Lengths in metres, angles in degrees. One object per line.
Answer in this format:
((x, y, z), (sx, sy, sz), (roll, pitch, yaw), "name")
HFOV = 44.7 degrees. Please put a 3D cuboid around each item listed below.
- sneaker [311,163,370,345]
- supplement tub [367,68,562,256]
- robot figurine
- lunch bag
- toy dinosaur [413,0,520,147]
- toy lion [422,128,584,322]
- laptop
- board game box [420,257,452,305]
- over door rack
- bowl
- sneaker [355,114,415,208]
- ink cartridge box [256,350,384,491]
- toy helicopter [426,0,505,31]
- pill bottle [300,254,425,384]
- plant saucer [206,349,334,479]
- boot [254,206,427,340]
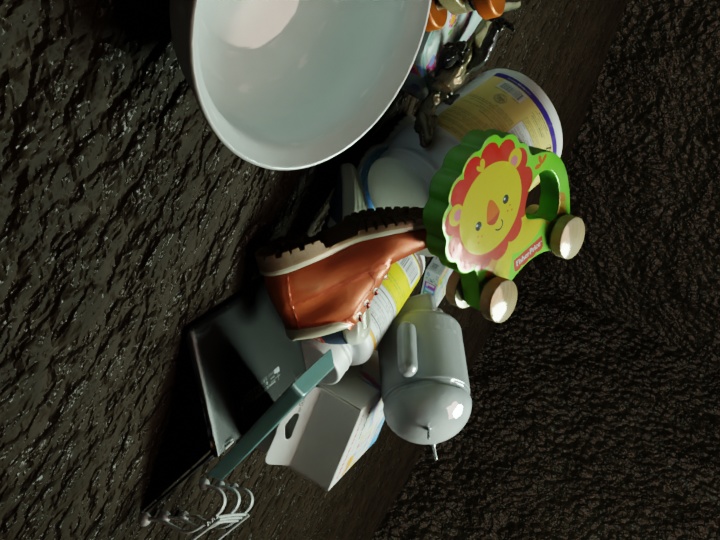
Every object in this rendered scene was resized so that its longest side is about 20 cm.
((-0.036, -0.019, 0.958), (0.075, 0.083, 0.204), (46, 43, -66), "sneaker")
((0.118, -0.122, 0.989), (0.199, 0.145, 0.147), (-38, 154, -27), "supplement tub")
((0.080, 0.131, 1.106), (0.170, 0.111, 0.203), (49, 30, -52), "robot figurine")
((0.089, -0.294, 0.928), (0.202, 0.076, 0.160), (-63, 164, -5), "lunch bag")
((0.111, -0.221, 0.889), (0.201, 0.047, 0.088), (-53, 180, -10), "toy dinosaur")
((0.144, -0.062, 0.896), (0.199, 0.068, 0.194), (-37, 130, -29), "toy lion")
((-0.150, 0.121, 0.919), (0.187, 0.114, 0.204), (-38, 122, -60), "laptop")
((0.181, -0.022, 1.770), (0.201, 0.034, 0.136), (-54, 163, -34), "board game box")
((-0.207, 0.299, 0.918), (0.200, 0.066, 0.148), (-48, 166, -7), "over door rack")
((-0.050, -0.175, 0.563), (0.199, 0.090, 0.204), (-29, 135, -33), "bowl")
((0.052, -0.115, 1.065), (0.201, 0.089, 0.079), (-51, 161, -37), "sneaker")
((-0.045, 0.182, 1.153), (0.200, 0.124, 0.130), (-30, 144, -66), "ink cartridge box")
((0.063, -0.315, 0.768), (0.199, 0.078, 0.135), (34, 60, -53), "toy helicopter")
((-0.008, 0.037, 1.073), (0.201, 0.108, 0.110), (-54, 163, -31), "pill bottle")
((-0.090, 0.150, 0.879), (0.070, 0.019, 0.200), (-40, 173, -49), "plant saucer")
((0.000, 0.000, 0.885), (0.075, 0.197, 0.109), (-137, -151, -70), "boot")
